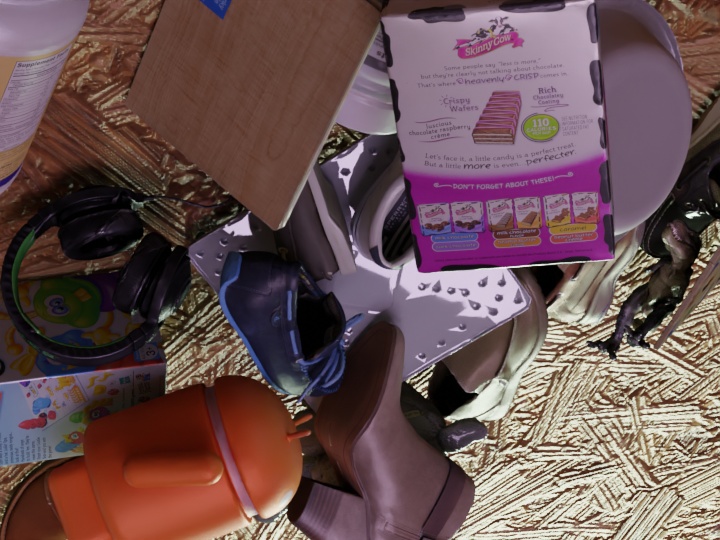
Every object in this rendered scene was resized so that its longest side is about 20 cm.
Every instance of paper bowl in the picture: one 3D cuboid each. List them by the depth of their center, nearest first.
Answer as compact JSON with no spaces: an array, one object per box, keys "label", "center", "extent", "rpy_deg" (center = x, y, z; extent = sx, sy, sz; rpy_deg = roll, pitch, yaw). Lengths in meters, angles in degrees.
[{"label":"paper bowl","center":[0.158,-0.103,1.451],"extent":[0.200,0.104,0.201],"rpy_deg":[-16,116,-37]}]

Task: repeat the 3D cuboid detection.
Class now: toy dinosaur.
[{"label":"toy dinosaur","center":[0.234,0.033,1.671],"extent":[0.088,0.047,0.200],"rpy_deg":[-47,168,-25]}]

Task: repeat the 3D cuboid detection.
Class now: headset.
[{"label":"headset","center":[-0.171,-0.020,1.488],"extent":[0.200,0.124,0.094],"rpy_deg":[-41,170,-16]}]

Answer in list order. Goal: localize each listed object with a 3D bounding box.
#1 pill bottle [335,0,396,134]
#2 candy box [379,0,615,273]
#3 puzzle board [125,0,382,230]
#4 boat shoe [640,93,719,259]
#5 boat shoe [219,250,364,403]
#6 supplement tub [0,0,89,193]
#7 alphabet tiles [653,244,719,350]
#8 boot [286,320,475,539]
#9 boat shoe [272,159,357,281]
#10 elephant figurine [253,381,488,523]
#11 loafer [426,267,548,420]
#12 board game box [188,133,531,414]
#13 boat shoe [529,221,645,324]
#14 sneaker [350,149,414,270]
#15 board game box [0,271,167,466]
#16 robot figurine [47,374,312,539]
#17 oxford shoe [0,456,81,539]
[{"label":"pill bottle","center":[0.032,-0.195,1.368],"extent":[0.114,0.114,0.200],"rpy_deg":[6,133,-25]},{"label":"candy box","center":[0.093,-0.099,1.324],"extent":[0.136,0.061,0.200],"rpy_deg":[-4,126,7]},{"label":"puzzle board","center":[-0.074,-0.144,1.386],"extent":[0.017,0.151,0.200],"rpy_deg":[-33,157,-48]},{"label":"boat shoe","center":[0.283,-0.074,1.619],"extent":[0.072,0.066,0.201],"rpy_deg":[10,132,-31]},{"label":"boat shoe","center":[-0.043,0.049,1.511],"extent":[0.068,0.084,0.200],"rpy_deg":[0,161,20]},{"label":"supplement tub","center":[-0.258,-0.152,1.292],"extent":[0.145,0.146,0.200],"rpy_deg":[8,132,-26]},{"label":"alphabet tiles","center":[0.313,-0.040,1.628],"extent":[0.167,0.008,0.200],"rpy_deg":[-39,161,-48]},{"label":"boot","center":[0.032,0.153,1.627],"extent":[0.146,0.070,0.200],"rpy_deg":[23,98,-31]},{"label":"boat shoe","center":[-0.058,-0.072,1.486],"extent":[0.060,0.072,0.202],"rpy_deg":[-17,125,5]},{"label":"elephant figurine","center":[0.000,0.174,1.758],"extent":[0.141,0.155,0.200],"rpy_deg":[-34,153,-25]},{"label":"loafer","center":[0.102,0.064,1.692],"extent":[0.067,0.076,0.200],"rpy_deg":[-22,143,-27]},{"label":"board game box","center":[0.000,0.000,1.589],"extent":[0.200,0.026,0.200],"rpy_deg":[-31,118,15]},{"label":"boat shoe","center":[0.177,-0.029,1.629],"extent":[0.072,0.076,0.200],"rpy_deg":[-2,134,-14]},{"label":"sneaker","center":[0.066,-0.084,1.492],"extent":[0.073,0.071,0.200],"rpy_deg":[25,102,-24]},{"label":"board game box","center":[-0.257,0.078,1.571],"extent":[0.199,0.103,0.105],"rpy_deg":[-7,138,-13]},{"label":"robot figurine","center":[-0.130,0.148,1.525],"extent":[0.200,0.117,0.144],"rpy_deg":[-20,141,1]},{"label":"oxford shoe","center":[-0.241,0.198,1.732],"extent":[0.071,0.071,0.200],"rpy_deg":[23,127,-38]}]
